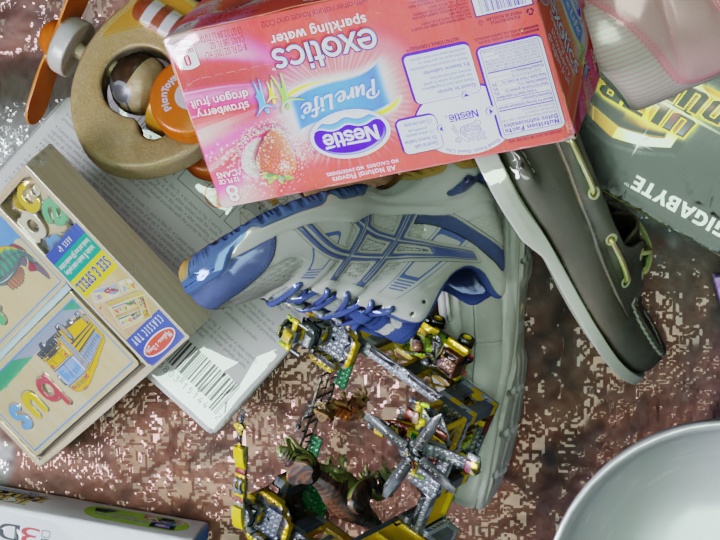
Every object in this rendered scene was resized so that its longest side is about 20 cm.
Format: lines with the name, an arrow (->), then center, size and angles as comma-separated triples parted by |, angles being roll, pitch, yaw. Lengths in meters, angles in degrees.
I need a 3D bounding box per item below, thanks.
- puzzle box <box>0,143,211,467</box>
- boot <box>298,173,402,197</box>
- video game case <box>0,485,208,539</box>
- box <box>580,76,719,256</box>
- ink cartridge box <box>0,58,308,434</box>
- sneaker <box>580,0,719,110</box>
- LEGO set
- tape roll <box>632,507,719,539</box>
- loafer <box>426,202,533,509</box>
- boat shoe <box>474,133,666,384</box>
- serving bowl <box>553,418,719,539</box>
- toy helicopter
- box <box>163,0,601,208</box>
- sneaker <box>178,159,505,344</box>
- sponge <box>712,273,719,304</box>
puzzle box -> -0.183, 0.026, 1.262 | 0.133, 0.025, 0.200 | 46, 137, -3
boot -> -0.024, -0.122, 1.216 | 0.075, 0.074, 0.201 | -20, 116, -9
video game case -> -0.197, 0.240, 1.343 | 0.180, 0.045, 0.201 | 9, 99, 9
box -> 0.168, -0.119, 1.238 | 0.200, 0.049, 0.160 | 30, 99, 4
ink cartridge box -> -0.102, -0.033, 1.292 | 0.200, 0.045, 0.176 | 42, 85, 1
sneaker -> 0.128, -0.179, 1.173 | 0.104, 0.075, 0.201 | -31, 95, 7
LEGO set -> -0.016, 0.119, 1.225 | 0.154, 0.116, 0.200 | 41, 123, 21
tape roll -> 0.216, 0.229, 1.268 | 0.199, 0.066, 0.201 | 1, 97, 9
loafer -> 0.061, 0.038, 1.268 | 0.069, 0.070, 0.201 | 4, 91, 13
boat shoe -> 0.129, -0.014, 1.211 | 0.060, 0.072, 0.202 | -31, 126, 7
serving bowl -> 0.202, 0.175, 1.197 | 0.199, 0.066, 0.201 | 1, 98, 9
toy helicopter -> -0.125, -0.149, 1.253 | 0.132, 0.079, 0.201 | 1, 73, 10
box -> 0.014, -0.110, 1.133 | 0.199, 0.095, 0.103 | -11, 111, 20
sneaker -> 0.000, 0.000, 1.165 | 0.199, 0.075, 0.088 | -16, 87, -31
sponge -> 0.312, 0.030, 1.244 | 0.199, 0.030, 0.112 | -15, 95, 10
